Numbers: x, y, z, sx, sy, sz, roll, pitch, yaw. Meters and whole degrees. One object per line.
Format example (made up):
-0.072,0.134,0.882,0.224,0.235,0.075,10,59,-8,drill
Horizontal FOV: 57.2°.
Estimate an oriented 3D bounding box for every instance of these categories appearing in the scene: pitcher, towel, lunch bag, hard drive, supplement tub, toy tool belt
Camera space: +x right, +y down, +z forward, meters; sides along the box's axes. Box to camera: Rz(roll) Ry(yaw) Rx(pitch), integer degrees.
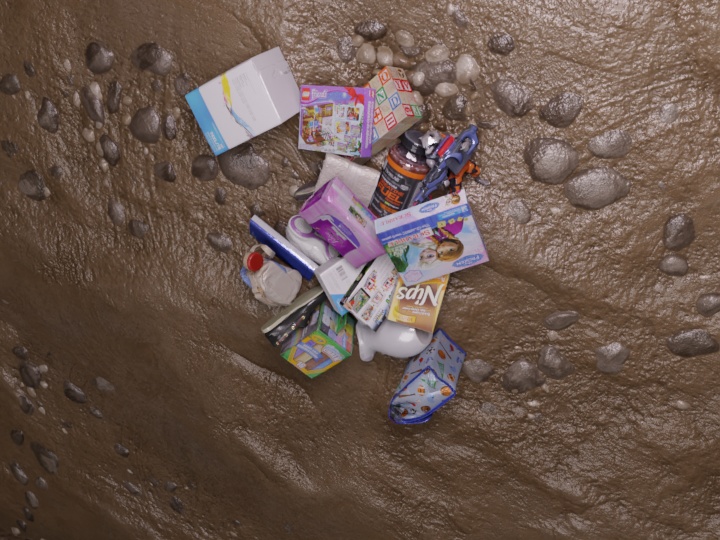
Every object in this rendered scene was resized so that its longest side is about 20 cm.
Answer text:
0.071,0.134,1.643,0.196,0.121,0.176,-13,106,39,pitcher
-0.043,-0.169,1.488,0.129,0.035,0.202,18,139,-6,towel
0.159,0.279,1.648,0.124,0.171,0.200,43,122,-5,lunch bag
-0.193,-0.053,1.650,0.198,0.026,0.132,39,166,-1,hard drive
0.093,-0.203,1.458,0.105,0.107,0.204,26,123,6,supplement tub
-0.249,0.009,1.674,0.121,0.127,0.200,16,161,44,toy tool belt

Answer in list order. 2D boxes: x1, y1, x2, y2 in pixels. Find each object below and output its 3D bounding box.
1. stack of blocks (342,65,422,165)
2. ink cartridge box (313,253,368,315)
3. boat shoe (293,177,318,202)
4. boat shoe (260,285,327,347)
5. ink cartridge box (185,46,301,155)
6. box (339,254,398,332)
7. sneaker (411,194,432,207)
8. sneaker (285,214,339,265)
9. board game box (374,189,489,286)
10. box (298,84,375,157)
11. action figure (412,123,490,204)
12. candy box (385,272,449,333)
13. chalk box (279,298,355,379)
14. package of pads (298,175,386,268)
0.028,-0.327,1.419,0.198,0.058,0.118,-32,75,41,stack of blocks
0.000,0.000,1.589,0.197,0.067,0.118,-33,107,-12,ink cartridge box
-0.067,-0.179,1.553,0.195,0.075,0.075,-8,114,26,boat shoe
-0.154,0.110,1.654,0.200,0.074,0.064,-38,105,-5,boat shoe
-0.253,-0.379,1.477,0.196,0.147,0.149,-18,109,28,ink cartridge box
0.050,0.029,1.556,0.109,0.035,0.202,38,85,-20,box
0.196,-0.100,1.464,0.197,0.081,0.076,26,100,-27,sneaker
-0.103,-0.056,1.647,0.198,0.076,0.100,39,147,-5,sneaker
0.153,-0.062,1.384,0.195,0.042,0.201,-18,141,15,board game box
-0.054,-0.325,1.428,0.197,0.039,0.141,16,108,40,box
0.174,-0.202,1.380,0.200,0.104,0.195,-43,121,-10,action figure
0.139,0.028,1.526,0.112,0.055,0.206,16,93,-4,candy box
-0.092,0.162,1.695,0.198,0.126,0.123,-32,121,32,chalk box
-0.030,-0.101,1.461,0.199,0.077,0.119,43,139,-19,package of pads
